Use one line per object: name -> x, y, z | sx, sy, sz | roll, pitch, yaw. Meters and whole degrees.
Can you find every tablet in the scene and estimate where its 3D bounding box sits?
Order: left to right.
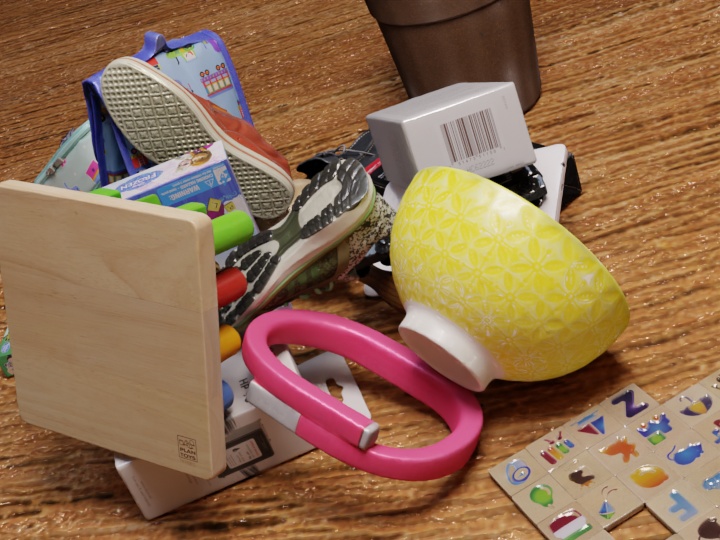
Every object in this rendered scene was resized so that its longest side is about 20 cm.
tablet -> 0.093, -0.044, 1.001 | 0.200, 0.014, 0.130 | -8, 58, 37

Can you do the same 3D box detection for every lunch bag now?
lunch bag -> -0.289, -0.138, 1.298 | 0.160, 0.077, 0.200 | -34, 5, 41
lunch bag -> -0.172, -0.123, 1.027 | 0.094, 0.201, 0.150 | 16, 35, 40

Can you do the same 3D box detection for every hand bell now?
hand bell -> 0.000, 0.000, 1.001 | 0.200, 0.104, 0.104 | 30, 57, 36

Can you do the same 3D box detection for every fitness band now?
fitness band -> -0.002, 0.089, 0.835 | 0.200, 0.038, 0.144 | 29, 27, 26

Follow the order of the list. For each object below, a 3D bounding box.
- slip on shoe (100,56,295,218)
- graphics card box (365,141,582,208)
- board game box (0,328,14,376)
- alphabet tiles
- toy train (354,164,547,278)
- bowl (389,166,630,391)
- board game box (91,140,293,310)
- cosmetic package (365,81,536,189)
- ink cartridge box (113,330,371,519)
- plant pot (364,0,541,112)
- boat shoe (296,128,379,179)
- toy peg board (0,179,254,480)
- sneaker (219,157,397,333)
slip on shoe -> -0.142, -0.120, 0.970 | 0.074, 0.200, 0.061 | -43, 27, 29
graphics card box -> 0.106, -0.088, 1.098 | 0.125, 0.051, 0.200 | -38, 36, -24
board game box -> -0.302, 0.025, 1.179 | 0.134, 0.029, 0.200 | -16, 33, 9
alphabet tiles -> 0.213, 0.136, 0.757 | 0.200, 0.008, 0.167 | -28, 33, -12
toy train -> 0.063, -0.046, 0.950 | 0.200, 0.034, 0.046 | -22, 61, 5
bowl -> 0.091, 0.026, 0.834 | 0.200, 0.200, 0.108 | 23, 71, 47
board game box -> -0.177, 0.011, 0.975 | 0.200, 0.200, 0.041 | -22, 34, -1
cosmetic package -> 0.075, -0.119, 0.977 | 0.101, 0.071, 0.200 | -19, 12, -4
ink cartridge box -> -0.104, 0.110, 0.912 | 0.200, 0.067, 0.116 | -23, 34, -4
plant pot -> 0.111, -0.272, 1.226 | 0.200, 0.199, 0.200 | -15, 33, 10
boat shoe -> -0.031, -0.100, 1.169 | 0.075, 0.062, 0.200 | -16, 27, 50
toy peg board -> -0.168, 0.031, 0.846 | 0.200, 0.200, 0.098 | 11, 23, 29
sneaker -> -0.042, 0.000, 0.904 | 0.200, 0.089, 0.077 | -39, 38, 24
